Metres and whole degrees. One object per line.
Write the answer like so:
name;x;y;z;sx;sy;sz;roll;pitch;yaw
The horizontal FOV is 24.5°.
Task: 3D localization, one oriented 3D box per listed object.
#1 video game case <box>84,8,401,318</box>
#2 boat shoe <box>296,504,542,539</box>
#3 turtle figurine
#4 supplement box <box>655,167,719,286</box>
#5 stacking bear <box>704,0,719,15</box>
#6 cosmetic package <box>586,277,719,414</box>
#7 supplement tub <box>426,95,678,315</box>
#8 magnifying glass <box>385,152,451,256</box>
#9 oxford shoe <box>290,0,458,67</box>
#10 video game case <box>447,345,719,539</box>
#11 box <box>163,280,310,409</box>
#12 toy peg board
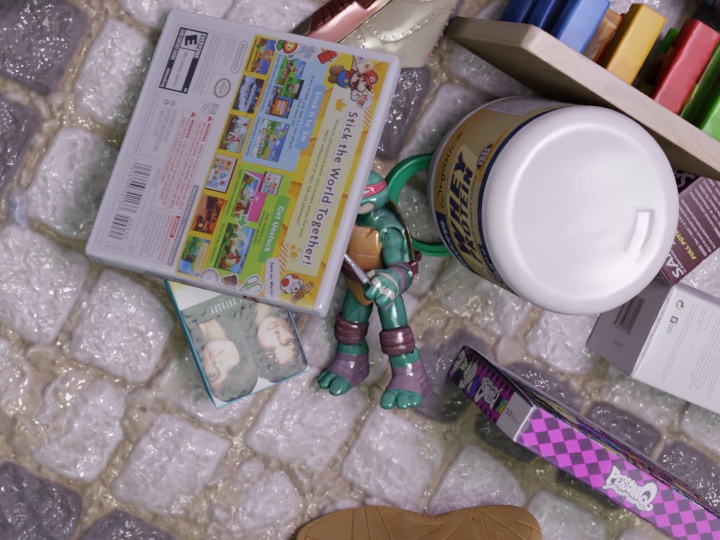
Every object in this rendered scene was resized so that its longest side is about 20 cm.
video game case;-0.083;-0.080;1.190;0.181;0.023;0.201;13;72;12
boat shoe;0.046;0.237;1.340;0.198;0.071;0.070;0;130;-5
turtle figurine;0.000;0.000;1.256;0.100;0.149;0.202;-20;114;-27
supplement box;0.286;-0.081;1.310;0.200;0.109;0.061;-40;107;-4
stacking bear;0.281;-0.273;1.256;0.121;0.114;0.201;-27;79;-21
cosmetic package;0.301;0.072;1.346;0.199;0.108;0.085;24;95;-15
supplement tub;0.132;-0.053;1.213;0.143;0.200;0.146;-2;99;-13
magnifying glass;0.108;-0.032;1.326;0.199;0.022;0.080;22;95;-14
oxford shoe;0.043;-0.198;1.256;0.199;0.071;0.074;-31;110;6
video game case;0.177;0.140;1.291;0.199;0.181;0.036;32;93;-17
box;-0.111;-0.004;1.264;0.082;0.049;0.201;-22;105;-8
toy peg board;0.192;-0.162;1.225;0.198;0.200;0.098;30;92;-16
